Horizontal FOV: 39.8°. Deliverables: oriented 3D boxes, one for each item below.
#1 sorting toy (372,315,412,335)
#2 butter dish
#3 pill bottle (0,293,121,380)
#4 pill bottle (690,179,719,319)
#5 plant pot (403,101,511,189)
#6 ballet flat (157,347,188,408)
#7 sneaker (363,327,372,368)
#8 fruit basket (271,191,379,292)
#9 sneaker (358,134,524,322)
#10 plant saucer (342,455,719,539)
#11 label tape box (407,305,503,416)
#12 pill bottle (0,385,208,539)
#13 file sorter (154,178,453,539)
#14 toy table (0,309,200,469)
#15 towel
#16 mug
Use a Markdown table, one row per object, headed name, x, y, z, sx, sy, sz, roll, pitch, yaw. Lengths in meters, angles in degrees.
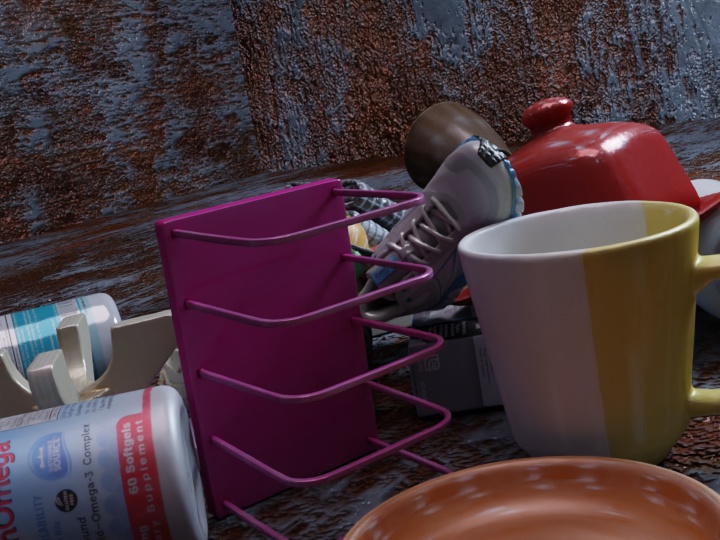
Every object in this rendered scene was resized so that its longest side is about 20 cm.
| name | x | y | z | sx | sy | sz | roll | pitch | yaw |
| --- | --- | --- | --- | --- | --- | --- | --- | --- | --- |
| sorting toy | -0.067 | 0.035 | 1.124 | 0.198 | 0.070 | 0.199 | -14 | 11 | -17 |
| butter dish | 0.174 | -0.070 | 0.821 | 0.199 | 0.149 | 0.199 | -17 | 5 | 40 |
| pill bottle | -0.320 | 0.096 | 0.935 | 0.198 | 0.112 | 0.111 | -14 | 11 | -19 |
| pill bottle | 0.333 | -0.015 | 0.883 | 0.113 | 0.116 | 0.200 | -10 | 11 | 1 |
| plant pot | 0.212 | -0.215 | 1.942 | 0.185 | 0.189 | 0.200 | -14 | 26 | -22 |
| ballet flat | -0.116 | 0.053 | 0.815 | 0.199 | 0.076 | 0.064 | -34 | -42 | 31 |
| sneaker | -0.014 | 0.068 | 0.813 | 0.082 | 0.077 | 0.200 | -47 | 5 | 25 |
| fruit basket | 0.000 | 0.000 | 0.951 | 0.199 | 0.094 | 0.185 | 26 | -5 | 17 |
| sneaker | 0.050 | -0.016 | 0.737 | 0.086 | 0.075 | 0.201 | -26 | -23 | -33 |
| plant saucer | 0.085 | 0.147 | 0.489 | 0.198 | 0.038 | 0.200 | -9 | 10 | 2 |
| label tape box | 0.142 | 0.057 | 0.826 | 0.198 | 0.067 | 0.143 | -10 | 11 | 8 |
| pill bottle | -0.197 | 0.140 | 0.594 | 0.198 | 0.110 | 0.109 | -12 | 11 | -7 |
| file sorter | -0.026 | 0.056 | 0.636 | 0.138 | 0.202 | 0.125 | -17 | 16 | -34 |
| toy table | -0.216 | 0.106 | 0.770 | 0.198 | 0.118 | 0.184 | -15 | 11 | -18 |
| towel | -0.006 | -0.052 | 1.301 | 0.165 | 0.086 | 0.199 | 26 | -14 | -37 |
| mug | 0.155 | 0.048 | 0.621 | 0.148 | 0.155 | 0.186 | -15 | 12 | -29 |
